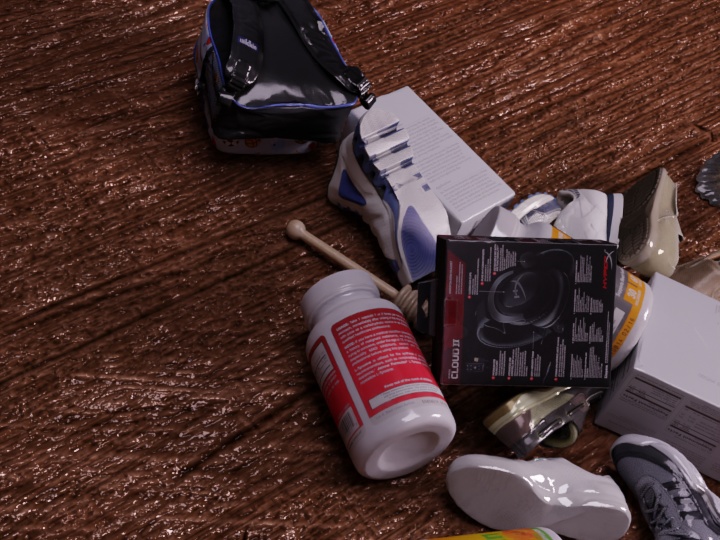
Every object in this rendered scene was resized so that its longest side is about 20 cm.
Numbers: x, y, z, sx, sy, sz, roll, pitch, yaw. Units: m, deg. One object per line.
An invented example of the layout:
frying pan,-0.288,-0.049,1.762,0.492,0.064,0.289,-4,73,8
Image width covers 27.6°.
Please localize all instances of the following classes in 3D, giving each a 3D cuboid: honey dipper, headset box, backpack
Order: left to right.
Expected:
backpack,-0.108,-0.236,1.724,0.198,0.154,0.192,1,59,-29
honey dipper,0.000,0.000,1.644,0.199,0.038,0.038,35,47,12
headset box,0.157,0.041,1.507,0.198,0.151,0.077,1,5,-5

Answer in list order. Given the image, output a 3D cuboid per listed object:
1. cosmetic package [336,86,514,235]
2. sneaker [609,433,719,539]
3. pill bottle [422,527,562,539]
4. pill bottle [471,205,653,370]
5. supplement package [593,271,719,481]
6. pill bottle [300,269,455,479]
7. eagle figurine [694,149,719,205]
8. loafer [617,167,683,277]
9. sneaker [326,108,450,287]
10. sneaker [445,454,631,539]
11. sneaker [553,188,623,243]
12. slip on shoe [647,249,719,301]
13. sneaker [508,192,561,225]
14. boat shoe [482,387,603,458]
cosmetic package,0.076,-0.119,1.751,0.101,0.072,0.200,-27,65,-36
sneaker,0.317,0.263,1.515,0.113,0.076,0.200,-29,68,-40
pill bottle,0.094,0.305,1.367,0.198,0.111,0.112,-2,52,-23
pill bottle,0.211,0.019,1.606,0.199,0.117,0.117,30,46,-8
supplement package,0.383,0.126,1.636,0.199,0.111,0.156,25,47,-1
pill bottle,0.011,0.103,1.506,0.111,0.113,0.201,-8,55,-27
eagle figurine,0.561,-0.106,1.901,0.198,0.152,0.152,9,68,-21
loafer,0.360,-0.053,1.810,0.068,0.075,0.201,44,37,-16
sneaker,0.026,-0.079,1.695,0.080,0.115,0.201,-21,90,-32
sneaker,0.179,0.221,1.514,0.198,0.076,0.089,17,32,-12
sneaker,0.266,-0.024,1.754,0.080,0.077,0.201,14,40,2
slip on shoe,0.419,0.015,1.781,0.199,0.061,0.076,-15,58,-31
sneaker,0.177,-0.014,1.711,0.085,0.077,0.200,46,58,8
boat shoe,0.203,0.158,1.553,0.200,0.072,0.066,-9,65,-53
